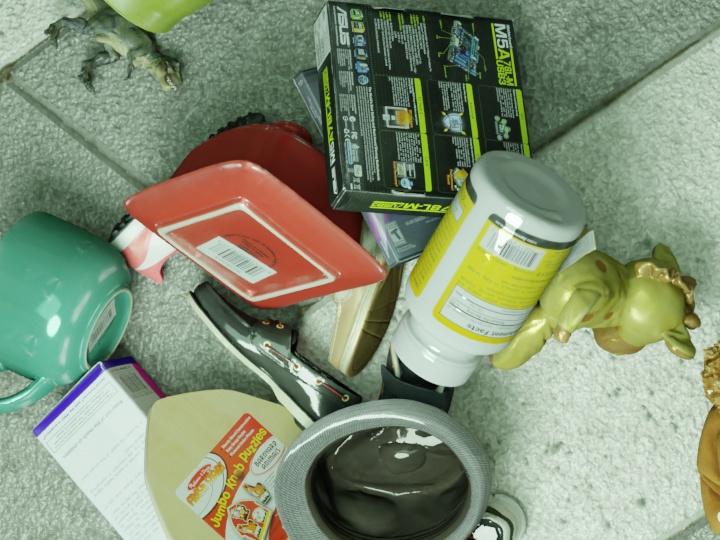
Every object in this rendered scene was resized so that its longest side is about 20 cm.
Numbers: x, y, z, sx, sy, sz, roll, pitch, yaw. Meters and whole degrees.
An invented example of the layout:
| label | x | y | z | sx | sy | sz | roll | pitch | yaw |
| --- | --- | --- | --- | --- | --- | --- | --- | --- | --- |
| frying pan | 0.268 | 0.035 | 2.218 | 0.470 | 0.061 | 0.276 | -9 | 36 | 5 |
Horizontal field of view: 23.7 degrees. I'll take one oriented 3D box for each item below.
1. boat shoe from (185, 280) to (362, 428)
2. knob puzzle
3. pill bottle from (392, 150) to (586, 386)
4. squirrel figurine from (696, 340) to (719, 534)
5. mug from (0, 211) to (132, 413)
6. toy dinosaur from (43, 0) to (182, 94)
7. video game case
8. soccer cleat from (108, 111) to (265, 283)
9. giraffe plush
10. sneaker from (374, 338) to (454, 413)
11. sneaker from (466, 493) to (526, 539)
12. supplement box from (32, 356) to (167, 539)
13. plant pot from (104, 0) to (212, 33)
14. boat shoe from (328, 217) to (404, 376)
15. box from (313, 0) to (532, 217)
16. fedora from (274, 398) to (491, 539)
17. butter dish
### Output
| label | x | y | z | sx | sy | sz | roll | pitch | yaw |
| --- | --- | --- | --- | --- | --- | --- | --- | --- | --- |
| boat shoe | -0.085 | 0.079 | 1.672 | 0.201 | 0.074 | 0.063 | 42 | 93 | 5 |
| knob puzzle | -0.124 | 0.197 | 1.615 | 0.220 | 0.219 | 0.030 | 49 | 138 | 7 |
| pill bottle | 0.106 | 0.003 | 1.515 | 0.111 | 0.111 | 0.201 | 36 | 121 | 9 |
| squirrel figurine | 0.360 | 0.144 | 1.528 | 0.140 | 0.187 | 0.202 | -14 | 87 | 10 |
| mug | -0.296 | 0.049 | 1.670 | 0.114 | 0.152 | 0.186 | 23 | 107 | 13 |
| toy dinosaur | -0.261 | -0.236 | 1.718 | 0.088 | 0.047 | 0.200 | -40 | 83 | -6 |
| video game case | 0.034 | -0.111 | 1.619 | 0.019 | 0.142 | 0.201 | -34 | 80 | 47 |
| soccer cleat | -0.157 | -0.074 | 1.695 | 0.200 | 0.068 | 0.073 | -42 | 103 | 7 |
| giraffe plush | 0.226 | 0.019 | 1.585 | 0.161 | 0.200 | 0.174 | 16 | 76 | -23 |
| sneaker | 0.052 | 0.114 | 1.643 | 0.078 | 0.079 | 0.202 | 14 | 94 | 9 |
| sneaker | 0.060 | 0.272 | 1.641 | 0.199 | 0.080 | 0.074 | -29 | 87 | 11 |
| supplement box | -0.208 | 0.193 | 1.679 | 0.103 | 0.101 | 0.200 | -44 | 82 | 8 |
| plant pot | -0.171 | -0.338 | 1.640 | 0.193 | 0.200 | 0.201 | -42 | 83 | 20 |
| boat shoe | 0.000 | 0.000 | 1.661 | 0.069 | 0.074 | 0.202 | 17 | 91 | 21 |
| box | 0.059 | -0.146 | 1.580 | 0.192 | 0.048 | 0.202 | 4 | 65 | -21 |
| fedora | 0.024 | 0.187 | 1.596 | 0.199 | 0.090 | 0.178 | -23 | 107 | 16 |
| butter dish | -0.084 | -0.073 | 1.608 | 0.199 | 0.200 | 0.149 | -15 | 47 | 45 |
